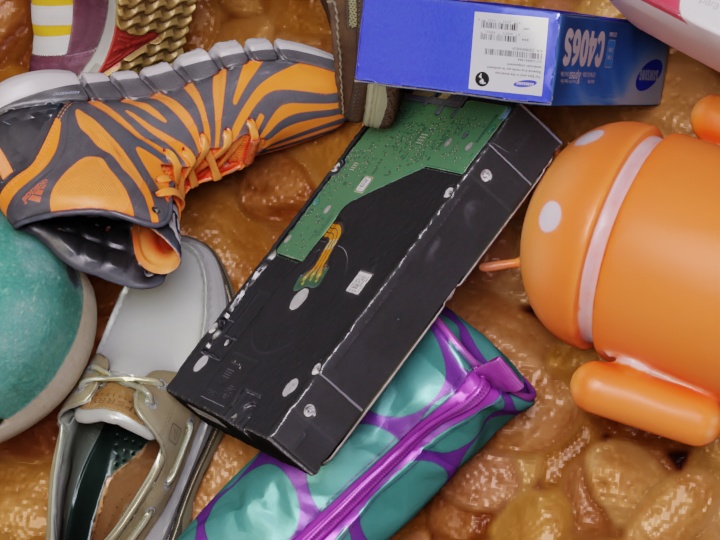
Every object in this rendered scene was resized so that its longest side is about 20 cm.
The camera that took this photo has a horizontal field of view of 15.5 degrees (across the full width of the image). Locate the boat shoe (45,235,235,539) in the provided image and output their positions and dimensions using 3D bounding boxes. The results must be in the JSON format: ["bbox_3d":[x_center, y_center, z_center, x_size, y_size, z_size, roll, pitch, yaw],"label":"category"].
[{"bbox_3d":[-0.112,0.075,1.346,0.075,0.068,0.201,6,79,22],"label":"boat shoe"}]

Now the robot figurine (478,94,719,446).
[{"bbox_3d":[0.160,0.000,1.246,0.199,0.117,0.144,20,110,21],"label":"robot figurine"}]

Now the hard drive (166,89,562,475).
[{"bbox_3d":[0.000,0.000,1.283,0.200,0.038,0.140,-54,25,-10],"label":"hard drive"}]

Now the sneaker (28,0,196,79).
[{"bbox_3d":[-0.138,-0.138,1.362,0.090,0.075,0.200,52,135,24],"label":"sneaker"}]

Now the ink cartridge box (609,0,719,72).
[{"bbox_3d":[0.209,-0.178,1.173,0.147,0.086,0.200,33,90,41],"label":"ink cartridge box"}]

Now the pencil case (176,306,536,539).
[{"bbox_3d":[-0.008,0.104,1.292,0.085,0.092,0.200,42,93,-17],"label":"pencil case"}]

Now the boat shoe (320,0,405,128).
[{"bbox_3d":[-0.008,-0.169,1.283,0.075,0.075,0.203,6,113,7],"label":"boat shoe"}]

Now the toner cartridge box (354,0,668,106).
[{"bbox_3d":[0.076,-0.103,1.249,0.095,0.200,0.043,10,97,20],"label":"toner cartridge box"}]

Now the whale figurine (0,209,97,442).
[{"bbox_3d":[-0.215,-0.008,1.343,0.159,0.104,0.200,-26,57,10],"label":"whale figurine"}]

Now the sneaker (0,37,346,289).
[{"bbox_3d":[-0.087,-0.047,1.320,0.199,0.078,0.112,-11,53,-16],"label":"sneaker"}]
